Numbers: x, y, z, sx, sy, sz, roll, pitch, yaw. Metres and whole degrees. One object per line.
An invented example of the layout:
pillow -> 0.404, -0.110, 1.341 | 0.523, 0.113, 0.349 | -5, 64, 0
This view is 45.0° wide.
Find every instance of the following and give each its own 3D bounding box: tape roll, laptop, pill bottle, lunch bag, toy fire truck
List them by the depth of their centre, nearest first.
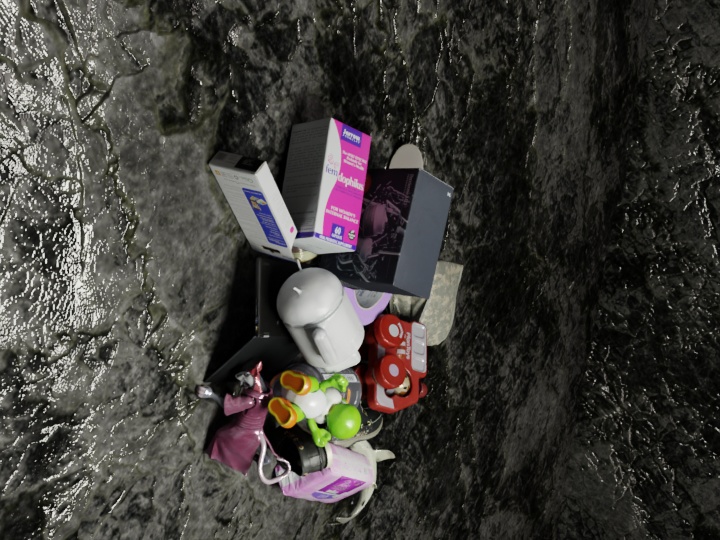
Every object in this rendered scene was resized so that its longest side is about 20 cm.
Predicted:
laptop -> -0.163, 0.087, 1.479 | 0.187, 0.115, 0.203 | 9, 79, -60
pill bottle -> -0.089, 0.225, 1.619 | 0.199, 0.105, 0.107 | 12, 94, -59
tape roll -> 0.000, 0.000, 1.670 | 0.200, 0.065, 0.202 | -34, 132, -49
toy fire truck -> 0.071, 0.186, 1.741 | 0.167, 0.112, 0.202 | 18, 60, -33
lunch bag -> 0.136, 0.070, 1.916 | 0.164, 0.117, 0.202 | 7, 93, -60

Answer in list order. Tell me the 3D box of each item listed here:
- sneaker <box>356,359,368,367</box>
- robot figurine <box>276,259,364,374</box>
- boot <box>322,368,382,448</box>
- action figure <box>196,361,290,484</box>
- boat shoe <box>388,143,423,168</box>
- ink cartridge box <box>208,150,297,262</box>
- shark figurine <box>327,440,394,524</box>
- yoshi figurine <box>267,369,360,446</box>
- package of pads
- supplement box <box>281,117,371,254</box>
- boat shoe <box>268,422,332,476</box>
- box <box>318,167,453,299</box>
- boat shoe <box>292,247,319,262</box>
sneaker -> 0.050, 0.190, 1.872 | 0.199, 0.073, 0.088 | 9, 96, -65
robot figurine -> -0.066, 0.077, 1.421 | 0.170, 0.112, 0.201 | -109, 173, -54
boot -> -0.010, 0.274, 1.809 | 0.203, 0.073, 0.156 | -13, 113, -56
action figure -> -0.186, 0.246, 1.438 | 0.133, 0.148, 0.202 | -17, 132, -49
boat shoe -> 0.091, -0.156, 1.798 | 0.093, 0.074, 0.202 | 14, 84, -85
ink cartridge box -> -0.159, -0.097, 1.359 | 0.037, 0.094, 0.201 | -55, 145, -30
shark figurine -> -0.004, 0.454, 1.906 | 0.127, 0.089, 0.217 | 8, 89, -26
yoshi figurine -> -0.061, 0.233, 1.456 | 0.200, 0.111, 0.113 | 30, 43, -58
package of pads -> -0.067, 0.401, 1.719 | 0.200, 0.120, 0.076 | 36, 31, -58
supplement box -> -0.062, -0.138, 1.446 | 0.101, 0.103, 0.202 | 16, 77, -44
boat shoe -> -0.122, 0.315, 1.545 | 0.063, 0.201, 0.075 | -11, 97, -28
box -> 0.042, -0.066, 1.491 | 0.104, 0.181, 0.202 | 21, 78, -47
boat shoe -> -0.064, -0.081, 1.552 | 0.200, 0.071, 0.067 | -35, 137, -42
